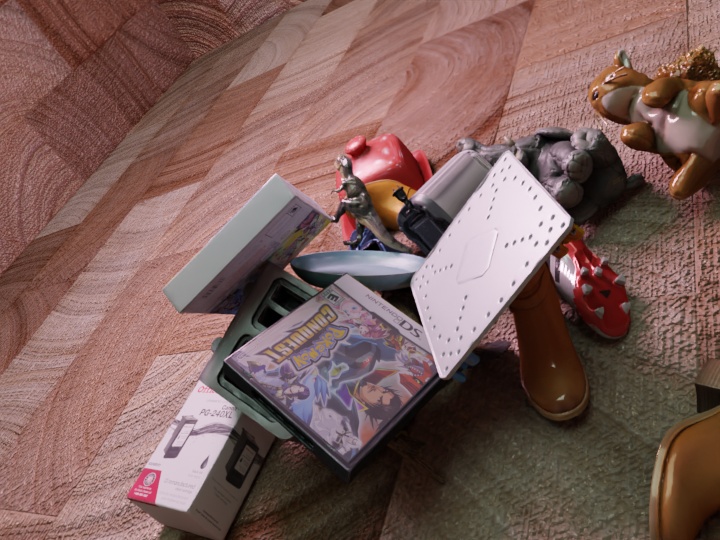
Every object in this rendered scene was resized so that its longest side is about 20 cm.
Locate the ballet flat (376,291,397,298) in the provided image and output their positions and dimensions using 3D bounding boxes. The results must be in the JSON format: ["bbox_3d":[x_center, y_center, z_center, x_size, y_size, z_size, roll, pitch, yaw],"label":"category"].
[{"bbox_3d":[-0.007,0.033,1.012,0.069,0.072,0.198,-48,34,-17],"label":"ballet flat"}]

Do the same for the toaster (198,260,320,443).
[{"bbox_3d":[-0.087,0.114,0.829,0.198,0.119,0.183,30,84,20],"label":"toaster"}]

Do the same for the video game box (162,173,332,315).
[{"bbox_3d":[-0.138,-0.025,0.838,0.200,0.047,0.182,-44,-13,5],"label":"video game box"}]

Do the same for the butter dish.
[{"bbox_3d":[0.022,-0.179,1.181,0.196,0.149,0.202,-26,33,14],"label":"butter dish"}]

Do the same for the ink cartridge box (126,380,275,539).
[{"bbox_3d":[-0.213,0.259,0.913,0.143,0.084,0.202,-7,43,38],"label":"ink cartridge box"}]

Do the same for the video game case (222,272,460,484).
[{"bbox_3d":[-0.014,0.100,0.687,0.179,0.026,0.199,34,47,25],"label":"video game case"}]

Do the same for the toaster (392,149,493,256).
[{"bbox_3d":[0.144,-0.073,0.897,0.129,0.200,0.114,-45,2,-24],"label":"toaster"}]

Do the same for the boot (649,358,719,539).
[{"bbox_3d":[0.338,0.168,0.526,0.153,0.078,0.200,13,50,46],"label":"boot"}]

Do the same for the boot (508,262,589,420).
[{"bbox_3d":[0.193,0.049,0.716,0.072,0.156,0.202,-18,36,12],"label":"boot"}]

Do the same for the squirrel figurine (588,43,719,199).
[{"bbox_3d":[0.403,-0.215,0.843,0.197,0.144,0.186,-24,43,-31],"label":"squirrel figurine"}]

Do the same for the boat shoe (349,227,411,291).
[{"bbox_3d":[0.025,-0.029,1.035,0.199,0.067,0.086,30,113,58],"label":"boat shoe"}]

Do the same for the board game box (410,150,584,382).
[{"bbox_3d":[0.134,-0.010,0.691,0.202,0.026,0.201,-55,20,21],"label":"board game box"}]

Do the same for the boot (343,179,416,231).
[{"bbox_3d":[0.080,-0.081,1.004,0.196,0.072,0.145,-1,31,-15],"label":"boot"}]

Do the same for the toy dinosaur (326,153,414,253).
[{"bbox_3d":[-0.007,-0.086,0.987,0.088,0.202,0.047,-38,-15,20],"label":"toy dinosaur"}]

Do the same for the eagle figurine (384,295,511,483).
[{"bbox_3d":[0.071,0.122,0.779,0.202,0.151,0.150,-56,17,-21],"label":"eagle figurine"}]

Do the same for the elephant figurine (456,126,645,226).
[{"bbox_3d":[0.264,-0.153,0.914,0.142,0.155,0.199,-46,36,-5],"label":"elephant figurine"}]

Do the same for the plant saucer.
[{"bbox_3d":[0.000,0.000,0.884,0.195,0.028,0.200,1,10,0],"label":"plant saucer"}]

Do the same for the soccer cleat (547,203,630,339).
[{"bbox_3d":[0.264,0.009,0.796,0.067,0.086,0.202,-12,53,-16],"label":"soccer cleat"}]
